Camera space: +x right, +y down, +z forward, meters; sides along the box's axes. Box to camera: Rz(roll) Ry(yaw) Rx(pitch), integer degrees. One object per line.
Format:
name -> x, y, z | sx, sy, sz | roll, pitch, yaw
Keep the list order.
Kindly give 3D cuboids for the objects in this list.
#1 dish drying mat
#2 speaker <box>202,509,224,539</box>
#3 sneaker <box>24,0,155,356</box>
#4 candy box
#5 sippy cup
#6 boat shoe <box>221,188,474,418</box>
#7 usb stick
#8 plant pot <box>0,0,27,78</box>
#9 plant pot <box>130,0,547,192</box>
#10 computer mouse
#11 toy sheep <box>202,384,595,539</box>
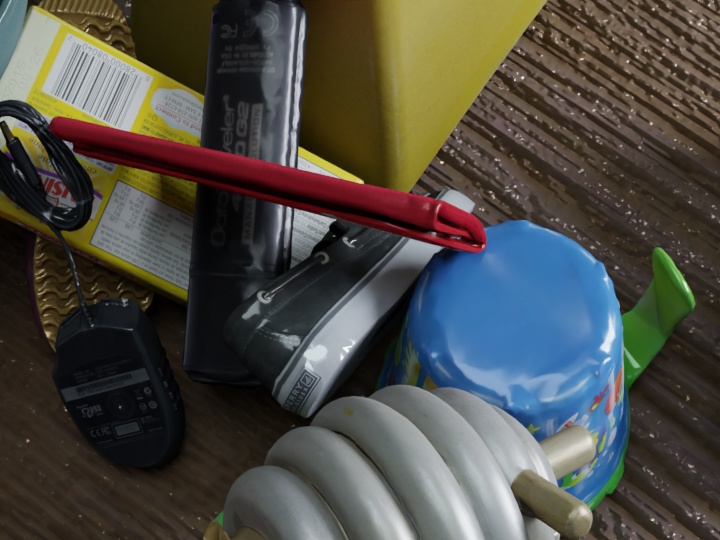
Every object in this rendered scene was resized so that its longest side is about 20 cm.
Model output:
dish drying mat -> -0.043, -0.039, 0.679 | 0.198, 0.077, 0.018 | 14, 91, 24
speaker -> -0.067, 0.178, 0.637 | 0.088, 0.089, 0.200 | 24, 37, 13
sneaker -> -0.153, -0.047, 0.814 | 0.074, 0.090, 0.203 | 1, 85, -21
candy box -> -0.103, -0.044, 0.771 | 0.198, 0.026, 0.103 | 27, 78, -16
sippy cup -> 0.071, 0.048, 0.718 | 0.138, 0.131, 0.179 | 24, 66, 14
boat shoe -> 0.000, 0.000, 0.737 | 0.056, 0.069, 0.200 | 35, 34, 7
usb stick -> -0.058, -0.041, 0.749 | 0.055, 0.033, 0.203 | 2, 85, 20
plant pot -> -0.249, -0.130, 0.707 | 0.197, 0.134, 0.203 | 1, 73, -4
plant pot -> -0.009, -0.201, 0.825 | 0.198, 0.177, 0.201 | 29, 66, 17
computer mouse -> -0.136, 0.008, 0.738 | 0.058, 0.202, 0.034 | -12, 19, 18
toy sheep -> 0.020, 0.110, 0.596 | 0.198, 0.139, 0.139 | -17, 61, -29
